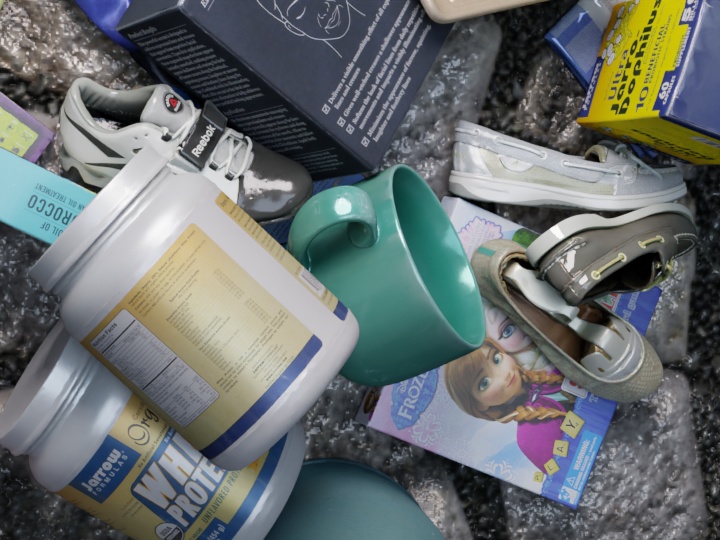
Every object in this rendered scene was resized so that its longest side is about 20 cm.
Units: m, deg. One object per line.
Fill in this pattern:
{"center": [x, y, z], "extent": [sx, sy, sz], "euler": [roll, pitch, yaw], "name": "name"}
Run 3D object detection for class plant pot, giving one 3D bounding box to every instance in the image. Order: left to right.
{"center": [-0.006, 0.260, 1.365], "extent": [0.199, 0.188, 0.201], "euler": [-1, 95, -16], "name": "plant pot"}

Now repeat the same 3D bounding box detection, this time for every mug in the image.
{"center": [0.003, -0.001, 1.346], "extent": [0.114, 0.152, 0.185], "euler": [-24, 115, 18], "name": "mug"}

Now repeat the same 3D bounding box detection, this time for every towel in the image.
{"center": [0.267, -0.209, 1.496], "extent": [0.200, 0.024, 0.147], "euler": [-43, 103, -9], "name": "towel"}

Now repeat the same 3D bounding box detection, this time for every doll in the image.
{"center": [-0.139, -0.186, 1.368], "extent": [0.200, 0.048, 0.137], "euler": [45, 77, -14], "name": "doll"}

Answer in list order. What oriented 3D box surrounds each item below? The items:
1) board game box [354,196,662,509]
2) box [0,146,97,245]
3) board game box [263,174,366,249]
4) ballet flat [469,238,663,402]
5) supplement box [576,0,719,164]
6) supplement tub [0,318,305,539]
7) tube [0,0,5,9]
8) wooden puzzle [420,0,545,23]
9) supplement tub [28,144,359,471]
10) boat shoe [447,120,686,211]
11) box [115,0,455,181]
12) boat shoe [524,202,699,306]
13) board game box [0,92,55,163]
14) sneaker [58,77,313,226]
{"center": [0.123, 0.069, 1.463], "extent": [0.199, 0.041, 0.201], "euler": [22, 87, -16], "name": "board game box"}
{"center": [-0.220, -0.042, 1.313], "extent": [0.200, 0.082, 0.049], "euler": [27, 87, -20], "name": "box"}
{"center": [-0.085, -0.019, 1.411], "extent": [0.103, 0.019, 0.200], "euler": [39, 83, -13], "name": "board game box"}
{"center": [0.170, 0.046, 1.421], "extent": [0.200, 0.062, 0.068], "euler": [34, 82, -15], "name": "ballet flat"}
{"center": [0.263, -0.150, 1.384], "extent": [0.109, 0.200, 0.109], "euler": [19, 88, -12], "name": "supplement box"}
{"center": [-0.157, 0.126, 1.334], "extent": [0.200, 0.145, 0.145], "euler": [33, 85, -15], "name": "supplement tub"}
{"center": [-0.271, -0.249, 1.324], "extent": [0.058, 0.052, 0.201], "euler": [44, 60, -54], "name": "tube"}
{"center": [0.092, -0.277, 1.381], "extent": [0.199, 0.037, 0.185], "euler": [-14, 66, -30], "name": "wooden puzzle"}
{"center": [-0.115, 0.024, 1.228], "extent": [0.200, 0.144, 0.144], "euler": [43, 82, -6], "name": "supplement tub"}
{"center": [0.171, -0.084, 1.452], "extent": [0.201, 0.074, 0.065], "euler": [3, 97, -9], "name": "boat shoe"}
{"center": [-0.053, -0.185, 1.329], "extent": [0.200, 0.107, 0.149], "euler": [39, 68, -26], "name": "box"}
{"center": [0.210, -0.010, 1.412], "extent": [0.201, 0.072, 0.060], "euler": [-9, 61, -48], "name": "boat shoe"}
{"center": [-0.343, -0.114, 1.327], "extent": [0.200, 0.032, 0.120], "euler": [38, 81, -15], "name": "board game box"}
{"center": [-0.131, -0.091, 1.320], "extent": [0.199, 0.089, 0.074], "euler": [13, 52, 4], "name": "sneaker"}
